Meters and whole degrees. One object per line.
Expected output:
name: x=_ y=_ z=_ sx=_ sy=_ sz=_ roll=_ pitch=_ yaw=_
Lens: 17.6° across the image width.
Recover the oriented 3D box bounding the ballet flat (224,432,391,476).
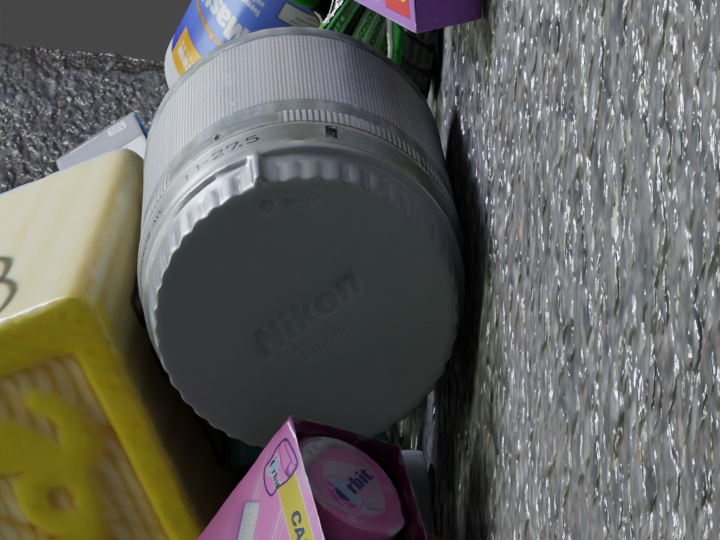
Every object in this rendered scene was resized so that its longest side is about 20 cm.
ballet flat: x=-0.024 y=0.087 z=1.276 sx=0.200 sy=0.067 sz=0.071 roll=34 pitch=-138 yaw=-70

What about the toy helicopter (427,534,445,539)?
toy helicopter: x=0.006 y=0.160 z=1.126 sx=0.132 sy=0.078 sz=0.201 roll=-44 pitch=51 yaw=52

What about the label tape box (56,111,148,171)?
label tape box: x=-0.113 y=0.005 z=1.410 sx=0.145 sy=0.063 sz=0.200 roll=61 pitch=177 yaw=-25

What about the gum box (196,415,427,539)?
gum box: x=-0.015 y=0.180 z=1.034 sx=0.114 sy=0.066 sz=0.201 roll=-53 pitch=36 yaw=31

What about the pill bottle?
pill bottle: x=-0.055 y=-0.144 z=1.451 sx=0.200 sy=0.111 sz=0.112 roll=-57 pitch=24 yaw=37

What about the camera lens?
camera lens: x=-0.031 y=-0.020 z=1.165 sx=0.200 sy=0.159 sz=0.161 roll=-98 pitch=11 yaw=-64

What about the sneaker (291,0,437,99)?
sneaker: x=0.000 y=-0.192 z=1.316 sx=0.078 sy=0.085 sz=0.201 roll=101 pitch=170 yaw=-62

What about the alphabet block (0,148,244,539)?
alphabet block: x=-0.174 y=0.082 z=1.231 sx=0.200 sy=0.194 sz=0.197 roll=-82 pitch=-32 yaw=-65

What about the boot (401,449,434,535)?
boot: x=-0.011 y=0.186 z=1.222 sx=0.074 sy=0.095 sz=0.201 roll=100 pitch=173 yaw=-62

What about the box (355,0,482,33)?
box: x=-0.006 y=-0.208 z=1.149 sx=0.200 sy=0.039 sz=0.138 roll=-142 pitch=42 yaw=-57
